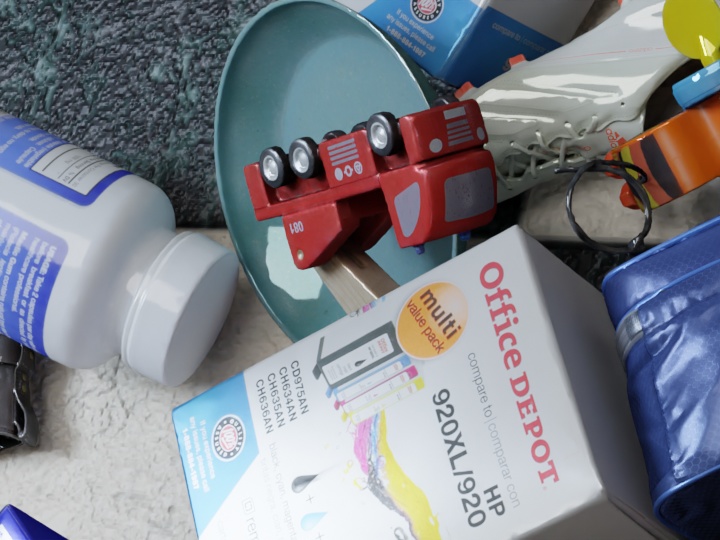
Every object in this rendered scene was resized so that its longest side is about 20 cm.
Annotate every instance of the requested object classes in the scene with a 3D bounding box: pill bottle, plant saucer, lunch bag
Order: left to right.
[{"bbox_3d":[-0.172,-0.014,1.217,0.199,0.112,0.113,26,83,13],"label":"pill bottle"},{"bbox_3d":[-0.004,-0.046,1.145,0.199,0.036,0.202,23,120,45],"label":"plant saucer"},{"bbox_3d":[0.212,0.027,0.957,0.199,0.136,0.133,-26,56,21],"label":"lunch bag"}]

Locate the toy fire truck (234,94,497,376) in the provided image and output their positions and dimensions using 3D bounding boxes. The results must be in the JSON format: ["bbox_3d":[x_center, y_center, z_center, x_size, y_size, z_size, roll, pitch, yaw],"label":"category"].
[{"bbox_3d":[0.000,0.000,1.088,0.199,0.049,0.142,-12,94,52],"label":"toy fire truck"}]

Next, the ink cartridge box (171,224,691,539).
[{"bbox_3d":[0.041,0.104,1.027,0.199,0.144,0.148,-28,55,20],"label":"ink cartridge box"}]

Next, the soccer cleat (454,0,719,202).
[{"bbox_3d":[0.111,-0.078,1.120,0.199,0.069,0.078,-34,58,13],"label":"soccer cleat"}]

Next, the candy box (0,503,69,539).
[{"bbox_3d":[-0.101,0.224,1.050,0.077,0.169,0.200,-45,51,2],"label":"candy box"}]

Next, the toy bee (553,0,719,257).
[{"bbox_3d":[0.162,-0.070,1.050,0.109,0.198,0.132,156,108,-70],"label":"toy bee"}]

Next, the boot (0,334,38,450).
[{"bbox_3d":[-0.263,0.029,1.313,0.199,0.069,0.175,-1,67,31],"label":"boot"}]

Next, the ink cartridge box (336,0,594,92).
[{"bbox_3d":[0.073,-0.208,1.172,0.145,0.084,0.201,42,105,39],"label":"ink cartridge box"}]
